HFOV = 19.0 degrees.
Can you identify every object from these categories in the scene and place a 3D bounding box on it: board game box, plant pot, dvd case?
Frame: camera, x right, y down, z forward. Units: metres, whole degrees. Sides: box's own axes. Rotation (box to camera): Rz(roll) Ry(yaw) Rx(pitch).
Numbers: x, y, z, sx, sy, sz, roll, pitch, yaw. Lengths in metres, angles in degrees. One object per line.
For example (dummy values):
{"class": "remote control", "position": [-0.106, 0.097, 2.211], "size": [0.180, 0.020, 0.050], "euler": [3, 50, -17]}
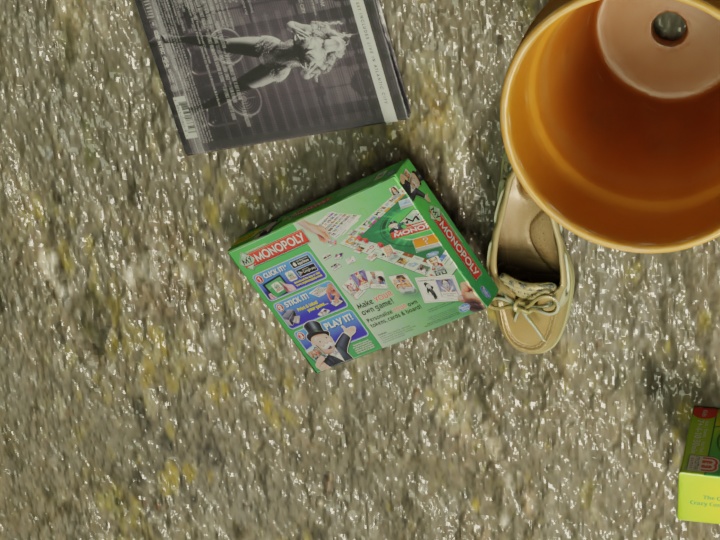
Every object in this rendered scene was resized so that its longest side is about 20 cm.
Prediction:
{"class": "board game box", "position": [0.361, 0.165, 1.731], "size": [0.198, 0.102, 0.048], "euler": [5, 119, 14]}
{"class": "plant pot", "position": [0.214, -0.143, 1.553], "size": [0.198, 0.184, 0.202], "euler": [7, 120, 12]}
{"class": "board game box", "position": [0.000, 0.000, 1.761], "size": [0.199, 0.029, 0.135], "euler": [-22, 110, 40]}
{"class": "dvd case", "position": [-0.071, -0.175, 1.717], "size": [0.198, 0.016, 0.150], "euler": [-8, 115, 21]}

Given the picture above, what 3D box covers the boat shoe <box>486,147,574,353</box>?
{"class": "boat shoe", "position": [0.132, -0.014, 1.720], "size": [0.073, 0.063, 0.202], "euler": [3, 120, 14]}
